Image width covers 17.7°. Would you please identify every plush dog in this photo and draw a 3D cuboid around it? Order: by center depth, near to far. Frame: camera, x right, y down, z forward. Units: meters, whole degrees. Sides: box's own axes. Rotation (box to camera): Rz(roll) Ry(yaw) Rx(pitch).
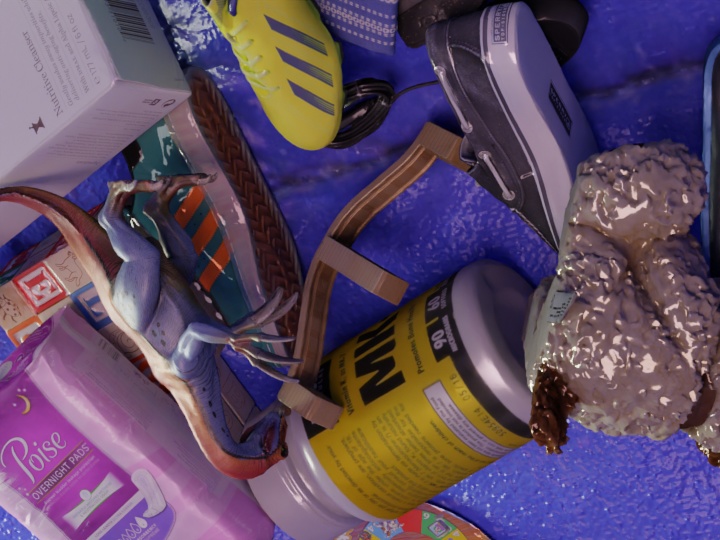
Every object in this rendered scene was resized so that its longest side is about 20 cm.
[{"bbox_3d":[0.184,0.046,1.293,0.171,0.161,0.200,12,139,-2],"label":"plush dog"}]

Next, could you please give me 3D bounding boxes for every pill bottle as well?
[{"bbox_3d":[0.028,0.088,1.447,0.200,0.114,0.114,-33,104,26],"label":"pill bottle"}]

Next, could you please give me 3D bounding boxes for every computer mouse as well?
[{"bbox_3d":[0.049,-0.123,1.383,0.199,0.034,0.059,-21,145,28],"label":"computer mouse"}]

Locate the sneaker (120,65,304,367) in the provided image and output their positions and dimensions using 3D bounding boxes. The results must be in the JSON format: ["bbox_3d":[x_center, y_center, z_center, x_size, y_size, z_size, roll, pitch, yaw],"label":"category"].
[{"bbox_3d":[-0.099,-0.026,1.452,0.080,0.071,0.201,-17,103,23],"label":"sneaker"}]

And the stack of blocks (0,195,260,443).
[{"bbox_3d":[-0.139,0.059,1.509,0.115,0.059,0.200,-28,107,26],"label":"stack of blocks"}]

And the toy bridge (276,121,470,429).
[{"bbox_3d":[0.000,0.000,1.411,0.027,0.067,0.201,27,93,-43],"label":"toy bridge"}]

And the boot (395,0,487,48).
[{"bbox_3d":[0.067,-0.223,1.305,0.199,0.070,0.132,-28,103,24],"label":"boot"}]

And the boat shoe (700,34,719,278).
[{"bbox_3d":[0.233,-0.038,1.347,0.068,0.084,0.201,1,119,11],"label":"boat shoe"}]

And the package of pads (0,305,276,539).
[{"bbox_3d":[-0.158,0.130,1.473,0.200,0.076,0.120,43,116,-9],"label":"package of pads"}]

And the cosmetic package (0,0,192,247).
[{"bbox_3d":[-0.212,-0.102,1.411,0.200,0.081,0.113,-37,70,26],"label":"cosmetic package"}]

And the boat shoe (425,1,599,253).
[{"bbox_3d":[0.092,-0.072,1.354,0.067,0.072,0.200,-7,137,24],"label":"boat shoe"}]

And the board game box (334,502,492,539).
[{"bbox_3d":[0.018,0.247,1.574,0.157,0.039,0.201,25,120,1],"label":"board game box"}]

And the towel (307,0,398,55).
[{"bbox_3d":[-0.034,-0.230,1.312,0.144,0.024,0.201,25,135,23],"label":"towel"}]

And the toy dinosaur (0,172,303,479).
[{"bbox_3d":[-0.107,0.034,1.375,0.199,0.105,0.183,-2,94,23],"label":"toy dinosaur"}]

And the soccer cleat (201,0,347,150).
[{"bbox_3d":[-0.063,-0.150,1.319,0.064,0.084,0.201,7,127,34],"label":"soccer cleat"}]
